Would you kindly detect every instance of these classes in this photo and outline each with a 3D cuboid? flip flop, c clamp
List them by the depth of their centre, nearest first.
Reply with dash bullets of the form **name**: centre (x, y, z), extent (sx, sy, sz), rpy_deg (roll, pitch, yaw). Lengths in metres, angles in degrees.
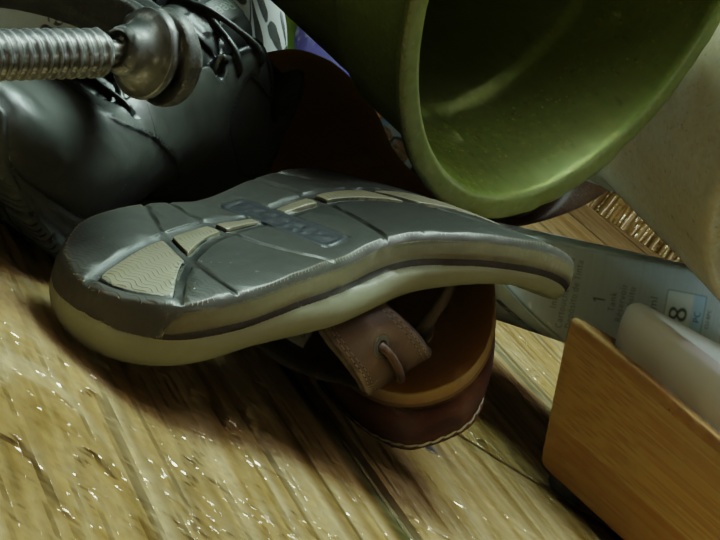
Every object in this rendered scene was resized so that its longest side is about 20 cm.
- **c clamp**: centre (-0.120, -0.061, 0.624), extent (0.170, 0.027, 0.199), rpy_deg (23, 22, 39)
- **flip flop**: centre (-0.013, 0.010, 0.707), extent (0.081, 0.058, 0.199), rpy_deg (21, 20, 33)

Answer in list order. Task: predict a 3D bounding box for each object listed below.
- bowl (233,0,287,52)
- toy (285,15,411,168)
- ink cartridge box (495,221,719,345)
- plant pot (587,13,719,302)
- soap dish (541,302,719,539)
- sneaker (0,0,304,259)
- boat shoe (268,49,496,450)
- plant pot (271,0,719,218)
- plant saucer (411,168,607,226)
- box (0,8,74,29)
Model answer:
- **bowl**: centre (-0.094, -0.126, 0.968), extent (0.200, 0.094, 0.201), rpy_deg (40, -4, 4)
- **toy**: centre (-0.021, -0.085, 1.055), extent (0.115, 0.047, 0.200), rpy_deg (34, -28, 2)
- **ink cartridge box**: centre (0.039, -0.001, 1.032), extent (0.199, 0.048, 0.160), rpy_deg (9, 3, -20)
- **plant pot**: centre (0.170, -0.071, 0.953), extent (0.200, 0.201, 0.184), rpy_deg (31, 20, -32)
- **soap dish**: centre (0.172, 0.102, 0.942), extent (0.157, 0.081, 0.200), rpy_deg (41, 9, 39)
- **sneaker**: centre (-0.075, -0.051, 0.745), extent (0.076, 0.091, 0.200), rpy_deg (38, 8, 11)
- **boat shoe**: centre (0.000, 0.000, 0.838), extent (0.200, 0.070, 0.071), rpy_deg (-113, -165, -51)
- **plant pot**: centre (0.017, -0.151, 0.839), extent (0.190, 0.201, 0.200), rpy_deg (34, 5, 31)
- **plant saucer**: centre (0.030, -0.083, 1.100), extent (0.199, 0.035, 0.201), rpy_deg (23, -30, 14)
- **box**: centre (-0.158, -0.136, 0.777), extent (0.199, 0.082, 0.068), rpy_deg (28, 10, -26)
